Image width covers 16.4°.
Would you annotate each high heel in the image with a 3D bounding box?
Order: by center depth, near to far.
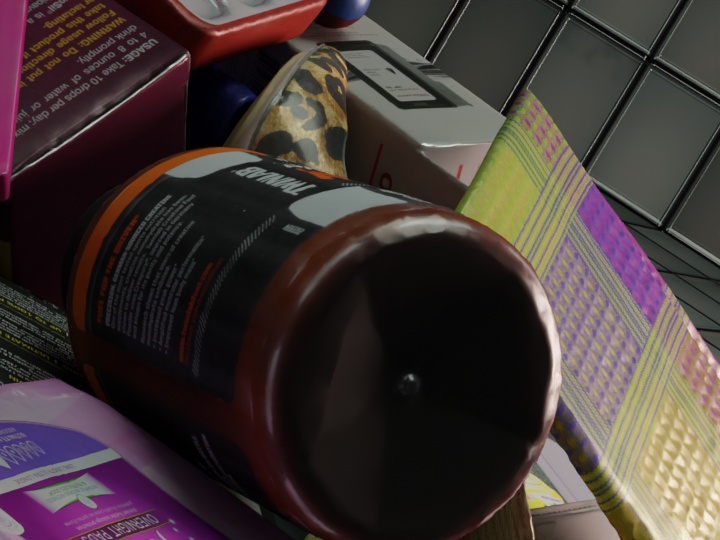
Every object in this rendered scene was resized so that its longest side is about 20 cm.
[{"bbox_3d":[0.000,0.000,0.995,0.142,0.071,0.200,31,45,-8],"label":"high heel"}]

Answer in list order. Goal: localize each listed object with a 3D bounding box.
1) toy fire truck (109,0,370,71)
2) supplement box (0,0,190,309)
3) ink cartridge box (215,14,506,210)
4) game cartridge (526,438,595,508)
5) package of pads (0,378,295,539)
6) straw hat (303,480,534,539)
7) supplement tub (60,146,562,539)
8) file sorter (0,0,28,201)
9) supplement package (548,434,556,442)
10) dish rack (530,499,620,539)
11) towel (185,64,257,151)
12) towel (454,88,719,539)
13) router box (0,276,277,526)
[{"bbox_3d":[-0.078,-0.158,1.075,0.168,0.112,0.200,47,27,10],"label":"toy fire truck"},{"bbox_3d":[-0.172,-0.067,1.016,0.200,0.131,0.103,34,53,25],"label":"supplement box"},{"bbox_3d":[0.004,-0.031,1.095,0.068,0.116,0.200,-6,33,-37],"label":"ink cartridge box"},{"bbox_3d":[0.056,0.108,1.114,0.200,0.041,0.133,20,23,-50],"label":"game cartridge"},{"bbox_3d":[-0.091,0.092,0.694,0.120,0.076,0.200,32,10,12],"label":"package of pads"},{"bbox_3d":[0.020,0.116,0.846,0.085,0.202,0.201,-10,11,2],"label":"straw hat"},{"bbox_3d":[-0.029,0.017,0.808,0.107,0.107,0.200,25,-2,-31],"label":"supplement tub"},{"bbox_3d":[-0.219,-0.120,0.876,0.199,0.126,0.139,2,42,-5],"label":"file sorter"},{"bbox_3d":[0.060,0.033,1.352,0.156,0.111,0.200,32,9,3],"label":"supplement package"},{"bbox_3d":[0.124,0.154,1.015,0.172,0.044,0.200,48,20,20],"label":"dish rack"},{"bbox_3d":[-0.133,-0.058,1.116,0.200,0.148,0.050,35,24,28],"label":"towel"},{"bbox_3d":[0.098,0.039,0.997,0.200,0.023,0.144,55,32,-15],"label":"towel"},{"bbox_3d":[-0.129,0.046,0.878,0.200,0.051,0.149,30,10,-17],"label":"router box"}]
